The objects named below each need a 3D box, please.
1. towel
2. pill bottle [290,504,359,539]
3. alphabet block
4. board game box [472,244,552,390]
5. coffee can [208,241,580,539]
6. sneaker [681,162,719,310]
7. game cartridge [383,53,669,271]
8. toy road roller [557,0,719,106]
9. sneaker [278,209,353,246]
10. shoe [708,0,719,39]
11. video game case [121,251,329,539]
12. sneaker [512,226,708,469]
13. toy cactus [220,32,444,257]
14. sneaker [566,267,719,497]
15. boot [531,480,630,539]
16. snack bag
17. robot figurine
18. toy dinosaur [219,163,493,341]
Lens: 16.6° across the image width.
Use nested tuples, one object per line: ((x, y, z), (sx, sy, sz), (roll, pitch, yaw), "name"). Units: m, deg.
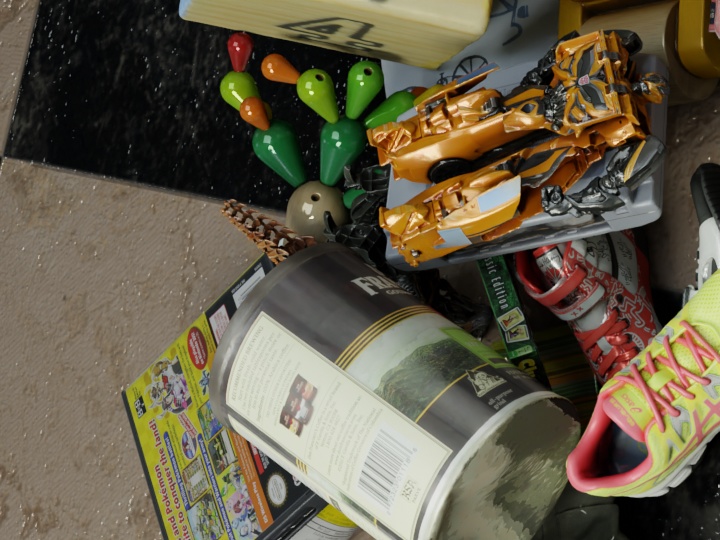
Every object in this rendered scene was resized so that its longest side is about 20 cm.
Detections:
((0.134, 0.138, 1.715), (0.086, 0.018, 0.201), (-18, 69, 40), "towel")
((-0.044, 0.160, 1.814), (0.200, 0.104, 0.104), (-49, 52, 23), "pill bottle")
((-0.009, -0.262, 1.741), (0.196, 0.199, 0.196), (170, 109, -81), "alphabet block")
((0.097, 0.012, 1.697), (0.023, 0.105, 0.200), (-18, 50, 2), "board game box")
((0.021, 0.093, 1.602), (0.200, 0.146, 0.147), (35, 104, 30), "coffee can")
((0.237, 0.029, 1.606), (0.088, 0.074, 0.201), (-32, 63, 36), "sneaker")
((0.112, -0.077, 1.651), (0.199, 0.042, 0.134), (-11, 51, 29), "game cartridge")
((0.173, -0.216, 1.673), (0.123, 0.146, 0.201), (-8, 75, 41), "toy road roller")
((-0.038, 0.044, 1.867), (0.090, 0.066, 0.200), (32, 101, 34), "sneaker")
((0.247, -0.200, 1.609), (0.200, 0.071, 0.091), (45, 103, 8), "shoe")
((-0.089, 0.116, 1.782), (0.181, 0.025, 0.200), (-43, 48, 28), "video game case")
((0.161, 0.041, 1.650), (0.067, 0.108, 0.202), (-32, 61, 33), "sneaker")
((-0.022, -0.080, 1.809), (0.199, 0.102, 0.165), (20, 106, 3), "toy cactus")
((0.197, 0.076, 1.545), (0.078, 0.090, 0.200), (48, 125, 29), "sneaker")
((0.163, 0.174, 1.640), (0.199, 0.068, 0.131), (0, 74, 33), "boot")
((0.091, -0.157, 1.822), (0.188, 0.021, 0.201), (-22, 65, 38), "snack bag")
((0.105, -0.085, 1.596), (0.200, 0.058, 0.145), (-25, 50, 20), "robot figurine")
((0.000, 0.000, 1.752), (0.136, 0.199, 0.102), (118, 153, -52), "toy dinosaur")
